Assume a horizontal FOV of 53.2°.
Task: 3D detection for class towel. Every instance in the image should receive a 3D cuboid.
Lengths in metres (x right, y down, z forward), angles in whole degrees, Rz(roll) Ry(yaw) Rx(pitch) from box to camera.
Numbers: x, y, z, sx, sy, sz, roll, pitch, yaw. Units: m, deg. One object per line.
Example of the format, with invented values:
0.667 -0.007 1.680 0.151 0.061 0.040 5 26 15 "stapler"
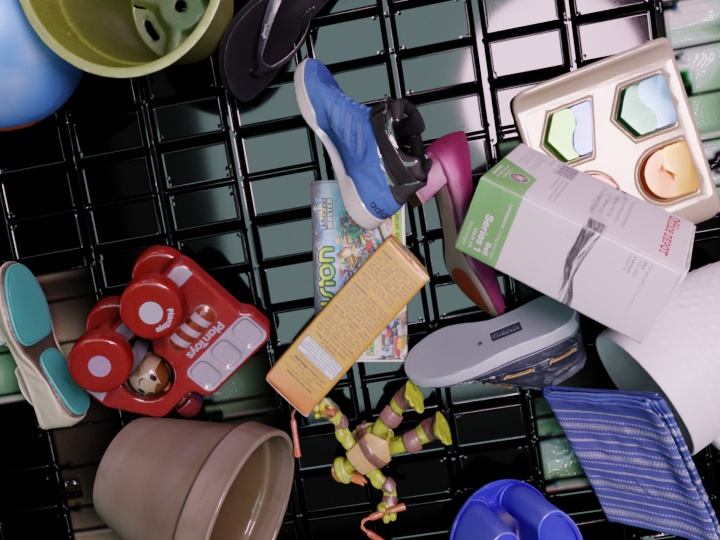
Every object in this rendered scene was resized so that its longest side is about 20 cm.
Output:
0.284 0.206 0.758 0.024 0.143 0.203 -41 110 -32 "towel"

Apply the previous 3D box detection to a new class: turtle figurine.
0.025 0.208 0.821 0.160 0.064 0.202 -36 89 20 "turtle figurine"

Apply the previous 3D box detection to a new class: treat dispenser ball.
-0.380 -0.246 0.730 0.195 0.201 0.207 0 97 4 "treat dispenser ball"

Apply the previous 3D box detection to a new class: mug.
0.374 0.098 0.743 0.174 0.148 0.202 -35 88 -2 "mug"

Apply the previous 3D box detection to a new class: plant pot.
-0.191 0.247 0.792 0.169 0.199 0.206 15 98 17 "plant pot"
-0.207 -0.284 0.719 0.194 0.190 0.206 0 97 3 "plant pot"

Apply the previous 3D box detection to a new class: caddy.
0.177 0.342 0.810 0.138 0.105 0.206 -15 96 -19 "caddy"

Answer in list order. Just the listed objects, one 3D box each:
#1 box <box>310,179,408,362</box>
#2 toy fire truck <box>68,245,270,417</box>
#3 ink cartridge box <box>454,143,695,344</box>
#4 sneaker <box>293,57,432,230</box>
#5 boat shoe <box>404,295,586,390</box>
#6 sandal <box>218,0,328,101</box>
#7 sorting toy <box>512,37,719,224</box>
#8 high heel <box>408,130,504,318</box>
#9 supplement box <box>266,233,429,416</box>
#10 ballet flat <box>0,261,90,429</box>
0.000 0.000 0.815 0.107 0.035 0.206 -1 97 4 "box"
-0.219 0.086 0.812 0.200 0.112 0.168 -44 111 8 "toy fire truck"
0.213 -0.034 0.706 0.197 0.146 0.086 29 122 17 "ink cartridge box"
0.008 -0.157 0.743 0.110 0.076 0.204 -34 68 31 "sneaker"
0.151 0.102 0.790 0.196 0.072 0.092 -20 129 13 "boat shoe"
-0.081 -0.269 0.766 0.201 0.076 0.043 -52 49 7 "sandal"
0.279 -0.125 0.781 0.181 0.036 0.205 -19 95 6 "sorting toy"
0.127 -0.050 0.792 0.095 0.067 0.203 -37 106 -16 "high heel"
-0.012 0.057 0.771 0.068 0.067 0.201 40 98 -1 "supplement box"
-0.387 0.093 0.841 0.068 0.069 0.205 -21 95 6 "ballet flat"
